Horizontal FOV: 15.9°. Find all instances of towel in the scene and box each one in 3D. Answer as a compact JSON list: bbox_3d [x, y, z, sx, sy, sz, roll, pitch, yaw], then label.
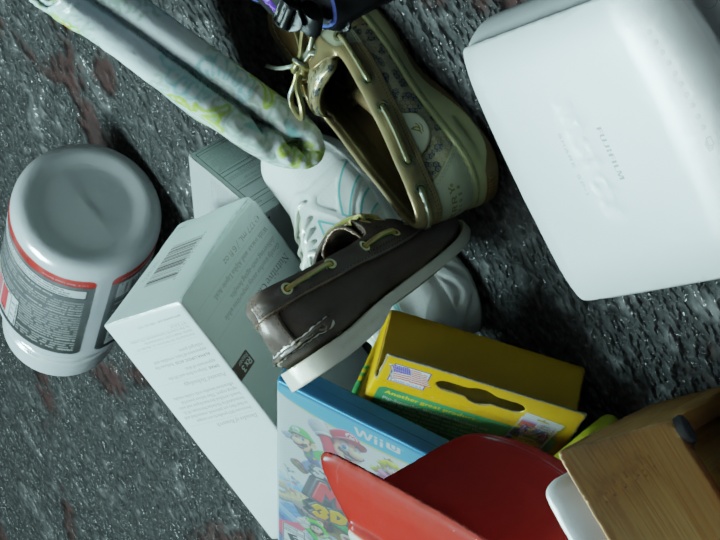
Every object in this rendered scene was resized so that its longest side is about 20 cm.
[{"bbox_3d":[-0.126,-0.136,1.629,0.199,0.048,0.171,35,-177,-23],"label":"towel"}]

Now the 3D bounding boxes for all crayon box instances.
[{"bbox_3d":[0.058,0.092,1.576,0.125,0.052,0.200,17,150,-4],"label":"crayon box"}]

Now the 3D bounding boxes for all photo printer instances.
[{"bbox_3d":[0.147,-0.071,1.298,0.200,0.069,0.167,-11,106,64],"label":"photo printer"}]

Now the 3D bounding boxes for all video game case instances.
[{"bbox_3d":[0.012,0.145,1.594,0.142,0.018,0.201,26,148,15],"label":"video game case"}]

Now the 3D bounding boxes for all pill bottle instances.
[{"bbox_3d":[-0.223,-0.002,2.000,0.116,0.115,0.200,53,153,16],"label":"pill bottle"}]

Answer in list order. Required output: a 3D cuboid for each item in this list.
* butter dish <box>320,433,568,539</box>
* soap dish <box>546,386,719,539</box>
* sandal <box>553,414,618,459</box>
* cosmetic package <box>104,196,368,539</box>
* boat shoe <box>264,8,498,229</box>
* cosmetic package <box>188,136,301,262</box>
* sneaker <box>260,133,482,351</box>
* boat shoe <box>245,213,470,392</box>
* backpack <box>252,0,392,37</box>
[{"bbox_3d":[0.104,0.163,1.437,0.200,0.148,0.200,23,147,52],"label":"butter dish"},{"bbox_3d":[0.182,0.139,1.336,0.158,0.081,0.200,58,-161,7],"label":"soap dish"},{"bbox_3d":[0.135,0.173,1.567,0.087,0.079,0.200,47,153,17],"label":"sandal"},{"bbox_3d":[-0.064,0.068,1.713,0.081,0.113,0.200,-18,120,42],"label":"cosmetic package"},{"bbox_3d":[0.000,-0.104,1.543,0.200,0.062,0.074,45,150,30],"label":"boat shoe"},{"bbox_3d":[-0.070,0.005,1.799,0.082,0.050,0.201,41,148,35],"label":"cosmetic package"},{"bbox_3d":[-0.011,-0.017,1.637,0.200,0.080,0.071,45,152,33],"label":"sneaker"},{"bbox_3d":[0.000,0.000,1.507,0.072,0.200,0.060,-35,94,39],"label":"boat shoe"},{"bbox_3d":[-0.052,-0.239,1.417,0.200,0.134,0.184,25,138,50],"label":"backpack"}]
